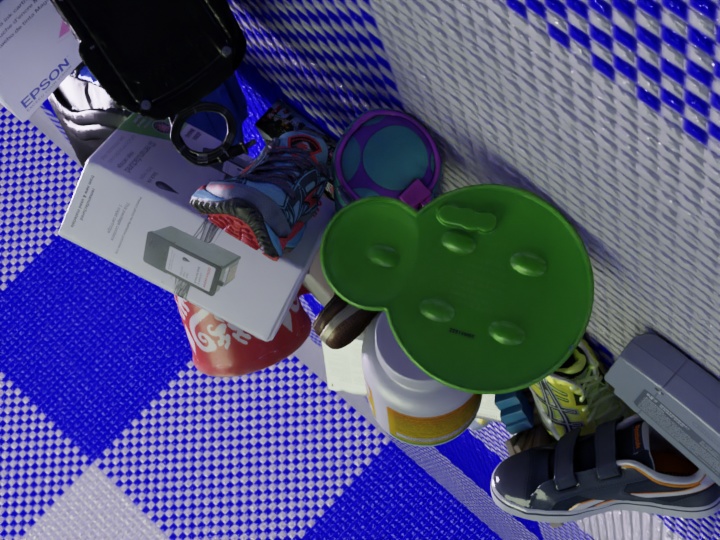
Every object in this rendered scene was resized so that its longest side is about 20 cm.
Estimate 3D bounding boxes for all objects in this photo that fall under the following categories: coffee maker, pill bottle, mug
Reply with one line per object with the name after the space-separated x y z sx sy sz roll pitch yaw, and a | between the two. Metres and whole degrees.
-0.160 -0.176 1.197 0.200 0.134 0.192 -109 9 -85 | coffee maker
0.057 0.085 1.334 0.111 0.111 0.200 41 168 14 | pill bottle
-0.130 -0.020 1.545 0.133 0.177 0.200 7 126 42 | mug

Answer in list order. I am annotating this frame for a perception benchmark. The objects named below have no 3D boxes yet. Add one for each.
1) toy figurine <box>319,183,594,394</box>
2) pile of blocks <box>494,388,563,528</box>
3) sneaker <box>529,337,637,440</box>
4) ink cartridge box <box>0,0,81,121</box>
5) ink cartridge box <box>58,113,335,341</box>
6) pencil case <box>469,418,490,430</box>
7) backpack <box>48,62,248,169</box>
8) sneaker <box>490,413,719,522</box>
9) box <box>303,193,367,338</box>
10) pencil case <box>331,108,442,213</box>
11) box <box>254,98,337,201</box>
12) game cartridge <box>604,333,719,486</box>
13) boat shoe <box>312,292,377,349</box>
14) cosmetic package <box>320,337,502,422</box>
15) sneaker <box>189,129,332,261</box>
0.075 0.012 1.144 0.200 0.150 0.184 16 178 7 | toy figurine
0.170 0.133 1.366 0.082 0.062 0.200 -23 -89 -64 | pile of blocks
0.186 0.103 1.299 0.200 0.075 0.076 44 172 -15 | sneaker
-0.268 -0.248 1.268 0.043 0.196 0.200 38 171 20 | ink cartridge box
-0.134 -0.044 1.272 0.200 0.084 0.146 27 -152 -2 | ink cartridge box
0.084 0.083 1.614 0.200 0.083 0.091 43 157 -4 | pencil case
-0.197 -0.161 1.435 0.200 0.168 0.163 27 151 54 | backpack
0.209 0.164 1.263 0.079 0.200 0.079 -84 -12 -46 | sneaker
-0.040 -0.022 1.475 0.200 0.068 0.082 49 169 -31 | box
0.021 -0.061 1.226 0.093 0.085 0.200 62 175 11 | pencil case
-0.024 -0.077 1.494 0.137 0.038 0.200 40 170 24 | box
0.278 0.129 1.141 0.200 0.040 0.133 42 174 10 | game cartridge
-0.003 0.004 1.359 0.075 0.075 0.202 39 -149 6 | boat shoe
0.060 0.096 1.546 0.200 0.051 0.083 9 124 23 | cosmetic package
-0.068 -0.069 1.123 0.079 0.096 0.200 31 -174 0 | sneaker
